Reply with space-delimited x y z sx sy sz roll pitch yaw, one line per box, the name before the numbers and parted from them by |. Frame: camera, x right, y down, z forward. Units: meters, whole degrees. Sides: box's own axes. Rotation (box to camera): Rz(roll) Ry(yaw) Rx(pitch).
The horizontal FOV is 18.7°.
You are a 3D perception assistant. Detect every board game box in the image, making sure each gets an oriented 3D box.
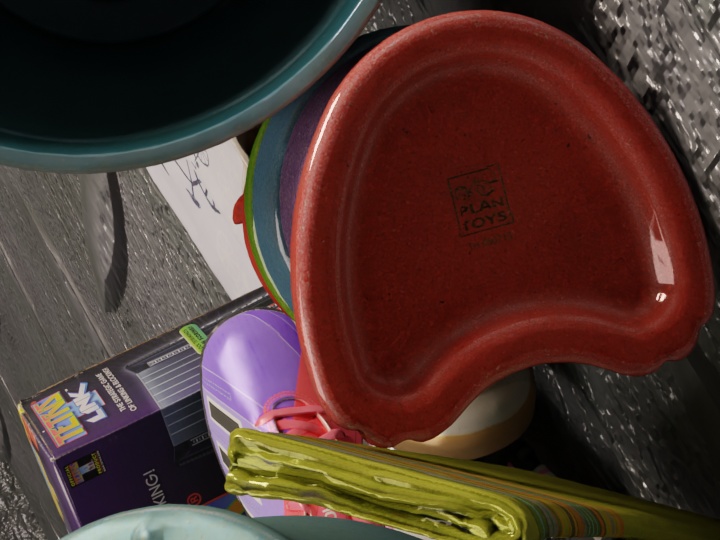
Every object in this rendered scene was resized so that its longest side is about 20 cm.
board game box | -0.037 0.110 0.947 0.057 0.165 0.201 42 154 54

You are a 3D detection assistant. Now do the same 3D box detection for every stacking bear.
stacking bear | 0.012 -0.018 0.699 0.200 0.121 0.114 -178 73 -76

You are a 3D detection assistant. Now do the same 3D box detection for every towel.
towel | 0.043 0.068 0.622 0.086 0.018 0.200 13 178 26

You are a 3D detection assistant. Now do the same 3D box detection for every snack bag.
snack bag | -0.082 -0.055 1.099 0.189 0.021 0.200 55 162 29

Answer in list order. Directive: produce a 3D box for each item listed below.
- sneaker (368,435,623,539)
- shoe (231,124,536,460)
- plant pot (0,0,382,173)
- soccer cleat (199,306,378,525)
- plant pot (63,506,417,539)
sneaker | 0.066 0.105 0.791 0.080 0.086 0.201 42 -154 -48
shoe | 0.000 0.000 0.828 0.200 0.070 0.054 49 166 47
plant pot | -0.084 -0.135 0.696 0.188 0.199 0.201 -129 14 -84
soccer cleat | -0.009 0.098 0.822 0.073 0.068 0.201 68 180 -72
plant pot | -0.022 0.158 0.636 0.200 0.200 0.188 53 -176 34
